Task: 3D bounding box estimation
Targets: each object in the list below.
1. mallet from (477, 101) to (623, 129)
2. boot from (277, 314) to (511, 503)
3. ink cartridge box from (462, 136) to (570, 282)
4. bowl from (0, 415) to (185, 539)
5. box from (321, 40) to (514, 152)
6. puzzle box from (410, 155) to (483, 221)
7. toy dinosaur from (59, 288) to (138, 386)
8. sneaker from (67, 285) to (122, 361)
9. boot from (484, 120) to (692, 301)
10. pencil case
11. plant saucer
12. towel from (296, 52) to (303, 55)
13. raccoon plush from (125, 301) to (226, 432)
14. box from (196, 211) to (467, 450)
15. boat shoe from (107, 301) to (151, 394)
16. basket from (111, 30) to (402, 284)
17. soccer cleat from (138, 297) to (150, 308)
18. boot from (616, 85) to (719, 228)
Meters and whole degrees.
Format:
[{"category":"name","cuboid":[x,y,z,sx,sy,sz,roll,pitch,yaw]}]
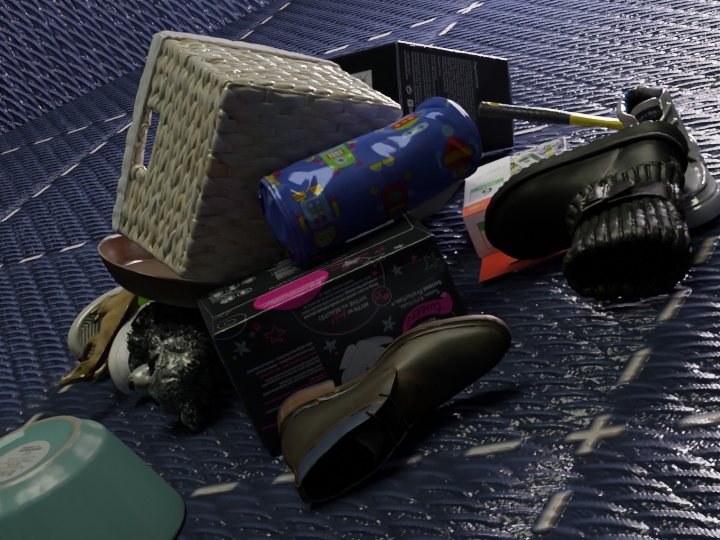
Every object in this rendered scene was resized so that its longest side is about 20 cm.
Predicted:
[{"category":"mallet","cuboid":[0.220,-0.154,1.639,0.200,0.041,0.066,11,25,18]},{"category":"boot","cuboid":[0.030,0.109,1.236,0.200,0.075,0.097,-28,29,12]},{"category":"ink cartridge box","cuboid":[0.155,-0.061,1.555,0.109,0.050,0.200,-20,18,13]},{"category":"bowl","cuboid":[-0.251,0.189,1.293,0.201,0.105,0.201,-22,19,8]},{"category":"box","cuboid":[0.055,-0.182,1.812,0.148,0.105,0.200,-8,-6,43]},{"category":"puzzle box","cuboid":[0.041,-0.067,1.626,0.133,0.025,0.200,-29,-7,-16]},{"category":"toy dinosaur","cuboid":[-0.241,0.044,1.641,0.200,0.058,0.101,-68,9,-25]},{"category":"sneaker","cuboid":[-0.248,0.045,1.761,0.084,0.075,0.200,-20,13,48]},{"category":"boot","cuboid":[0.184,-0.029,1.370,0.211,0.079,0.158,-30,33,35]},{"category":"pencil case","cuboid":[0.007,-0.081,1.397,0.200,0.078,0.087,-27,47,-17]},{"category":"plant saucer","cuboid":[-0.152,0.001,1.558,0.200,0.035,0.200,8,13,-2]},{"category":"towel","cuboid":[-0.083,-0.103,1.724,0.200,0.191,0.032,-42,-24,4]},{"category":"raccoon plush","cuboid":[-0.127,0.067,1.510,0.200,0.097,0.134,-31,27,-19]},{"category":"box","cuboid":[-0.021,0.046,1.382,0.200,0.115,0.132,-24,17,-5]},{"category":"boat shoe","cuboid":[-0.168,0.053,1.620,0.069,0.071,0.200,-4,28,40]},{"category":"basket","cuboid":[-0.093,-0.093,1.482,0.200,0.198,0.161,5,18,-34]},{"category":"soccer cleat","cuboid":[-0.161,-0.002,1.744,0.067,0.081,0.200,-4,25,47]},{"category":"boot","cuboid":[0.267,-0.105,1.463,0.073,0.096,0.200,-23,18,4]}]
